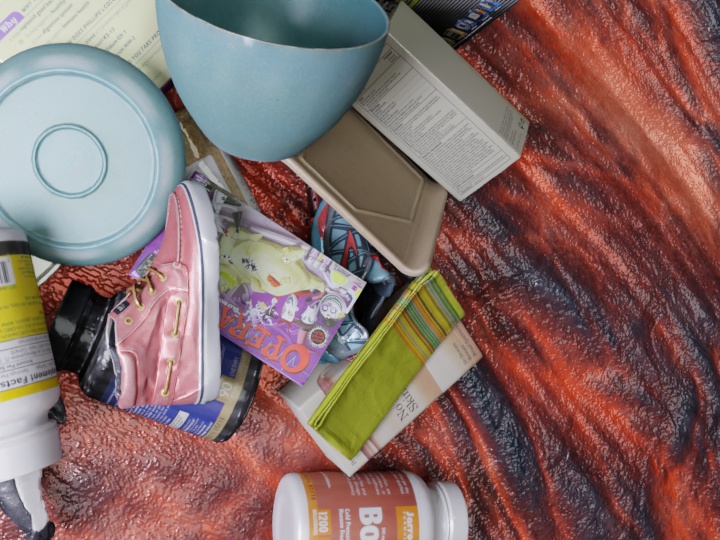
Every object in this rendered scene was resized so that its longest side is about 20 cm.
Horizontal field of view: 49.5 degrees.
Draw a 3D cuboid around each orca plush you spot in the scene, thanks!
[{"bbox_3d":[-0.344,0.168,0.764,0.105,0.070,0.202,-37,113,-61],"label":"orca plush"}]

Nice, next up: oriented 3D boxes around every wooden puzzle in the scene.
[{"bbox_3d":[0.001,-0.099,0.827,0.199,0.037,0.186,38,34,-13],"label":"wooden puzzle"}]

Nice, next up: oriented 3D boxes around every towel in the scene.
[{"bbox_3d":[0.032,0.096,0.794,0.201,0.018,0.086,-51,131,-12],"label":"towel"}]

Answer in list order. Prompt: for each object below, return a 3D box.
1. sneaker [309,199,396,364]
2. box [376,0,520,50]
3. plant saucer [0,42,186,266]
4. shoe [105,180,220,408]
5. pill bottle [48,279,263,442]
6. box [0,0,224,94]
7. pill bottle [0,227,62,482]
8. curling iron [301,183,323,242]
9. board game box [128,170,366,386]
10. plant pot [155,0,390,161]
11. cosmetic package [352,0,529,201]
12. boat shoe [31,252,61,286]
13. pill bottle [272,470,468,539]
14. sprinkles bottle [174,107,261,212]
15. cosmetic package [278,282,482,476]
[{"bbox_3d":[0.000,0.000,0.829,0.079,0.095,0.202,27,64,-55],"label":"sneaker"},{"bbox_3d":[0.059,-0.308,0.807,0.191,0.200,0.048,13,80,-20],"label":"box"},{"bbox_3d":[-0.258,-0.099,0.700,0.198,0.027,0.203,-2,106,-6],"label":"plant saucer"},{"bbox_3d":[-0.176,0.021,0.690,0.090,0.071,0.203,-2,89,-27],"label":"shoe"},{"bbox_3d":[-0.205,0.087,0.771,0.198,0.112,0.113,24,84,-19],"label":"pill bottle"},{"bbox_3d":[-0.267,-0.240,0.750,0.200,0.097,0.176,44,78,-16],"label":"box"},{"bbox_3d":[-0.321,0.073,0.658,0.113,0.114,0.202,-12,90,-18],"label":"pill bottle"},{"bbox_3d":[-0.058,-0.084,0.862,0.049,0.026,0.203,1,91,-23],"label":"curling iron"},{"bbox_3d":[-0.107,0.008,0.759,0.199,0.032,0.121,32,90,-2],"label":"board game box"},{"bbox_3d":[-0.086,-0.179,0.696,0.198,0.201,0.136,2,129,-19],"label":"plant pot"},{"bbox_3d":[0.079,-0.182,0.859,0.200,0.103,0.073,40,45,-16],"label":"cosmetic package"},{"bbox_3d":[-0.368,0.026,0.739,0.200,0.062,0.075,-45,102,-15],"label":"boat shoe"},{"bbox_3d":[0.011,0.275,0.850,0.198,0.112,0.114,3,90,-19],"label":"pill bottle"},{"bbox_3d":[-0.143,-0.069,0.812,0.068,0.068,0.201,-30,100,-16],"label":"sprinkles bottle"},{"bbox_3d":[0.022,0.115,0.863,0.200,0.087,0.104,-40,105,-14],"label":"cosmetic package"}]
